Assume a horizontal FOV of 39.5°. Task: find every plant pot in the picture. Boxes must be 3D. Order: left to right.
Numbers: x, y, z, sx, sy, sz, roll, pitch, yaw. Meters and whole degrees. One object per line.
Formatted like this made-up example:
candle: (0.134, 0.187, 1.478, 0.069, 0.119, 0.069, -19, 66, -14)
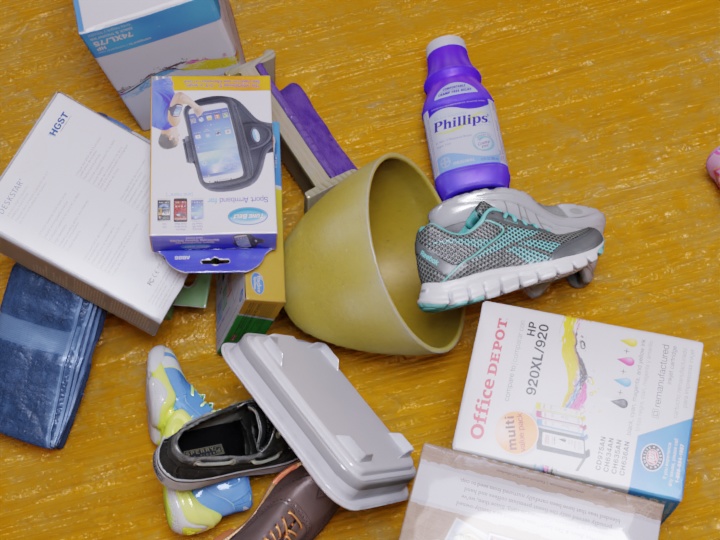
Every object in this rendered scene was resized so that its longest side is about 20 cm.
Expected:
plant pot: (0.000, 0.000, 1.009, 0.141, 0.200, 0.201, -17, 63, 28)

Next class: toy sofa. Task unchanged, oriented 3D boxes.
toy sofa: (-0.065, -0.148, 1.112, 0.097, 0.083, 0.200, -26, 66, -17)

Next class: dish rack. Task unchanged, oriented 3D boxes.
dish rack: (-0.029, 0.132, 0.948, 0.044, 0.171, 0.200, -48, 67, 13)

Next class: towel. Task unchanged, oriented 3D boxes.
towel: (-0.331, 0.079, 1.040, 0.111, 0.049, 0.201, 16, 91, 11)

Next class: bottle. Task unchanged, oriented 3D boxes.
bottle: (0.111, -0.167, 1.115, 0.083, 0.065, 0.201, -9, 66, 5)

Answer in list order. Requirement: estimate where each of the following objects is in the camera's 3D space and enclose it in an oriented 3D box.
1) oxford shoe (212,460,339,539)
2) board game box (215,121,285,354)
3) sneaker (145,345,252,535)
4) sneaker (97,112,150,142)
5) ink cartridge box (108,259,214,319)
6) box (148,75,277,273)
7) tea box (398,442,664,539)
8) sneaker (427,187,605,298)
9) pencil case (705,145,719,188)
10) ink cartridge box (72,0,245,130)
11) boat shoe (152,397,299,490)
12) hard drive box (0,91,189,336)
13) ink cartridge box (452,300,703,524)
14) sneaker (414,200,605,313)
oxford shoe: (-0.074, 0.249, 0.947, 0.200, 0.073, 0.071, -44, 103, -5)
board game box: (-0.118, -0.032, 1.041, 0.040, 0.153, 0.201, 4, 66, -18)
sneaker: (-0.158, 0.165, 1.018, 0.104, 0.076, 0.201, -6, 63, -17)
sneaker: (-0.251, -0.117, 1.144, 0.200, 0.082, 0.074, 36, 107, 35)
ink cartridge box: (-0.247, -0.008, 1.097, 0.199, 0.059, 0.104, 5, 70, 10)
box: (-0.141, -0.095, 0.959, 0.118, 0.042, 0.201, -2, 64, -7)
tea box: (0.138, 0.256, 0.860, 0.199, 0.197, 0.134, 12, 69, 12)
sneaker: (0.162, -0.024, 1.016, 0.199, 0.078, 0.100, 7, 76, -17)
pencil case: (0.437, -0.055, 1.015, 0.087, 0.088, 0.201, -25, 65, -4)
ink cartridge box: (-0.224, -0.285, 1.137, 0.145, 0.200, 0.147, -17, 66, 2)
boat shoe: (-0.098, 0.157, 0.956, 0.199, 0.064, 0.071, -13, 66, -39)
hard drive box: (-0.251, -0.054, 0.994, 0.199, 0.077, 0.156, 30, 70, -8)
ink cartridge box: (0.196, 0.135, 0.932, 0.199, 0.145, 0.148, 11, 69, 13)
sneaker: (0.139, -0.025, 0.946, 0.199, 0.078, 0.092, -14, 86, -20)
